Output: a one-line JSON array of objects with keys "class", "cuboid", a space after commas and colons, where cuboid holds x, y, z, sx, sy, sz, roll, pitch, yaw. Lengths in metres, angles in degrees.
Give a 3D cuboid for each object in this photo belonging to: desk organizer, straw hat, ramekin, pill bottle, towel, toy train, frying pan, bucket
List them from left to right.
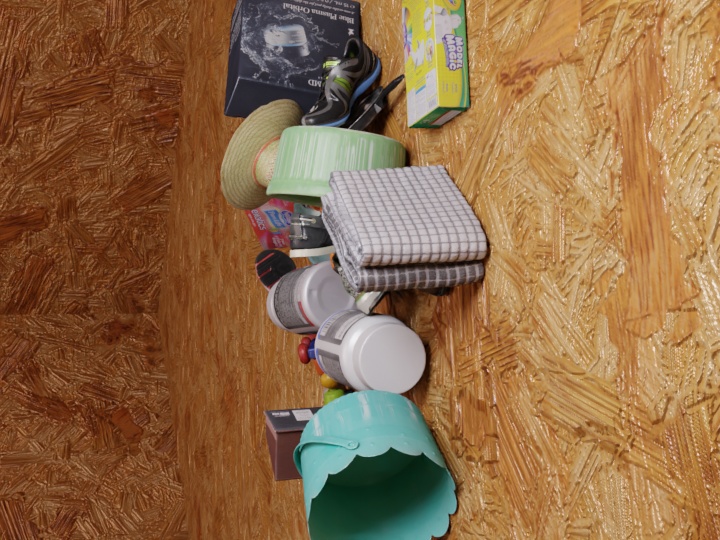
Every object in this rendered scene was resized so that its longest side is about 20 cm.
[{"class": "straw hat", "cuboid": [-0.117, -0.158, 1.599, 0.085, 0.201, 0.202, 29, 126, 25]}, {"class": "pill bottle", "cuboid": [-0.078, 0.048, 1.730, 0.200, 0.114, 0.114, 168, 102, -65]}, {"class": "toy train", "cuboid": [-0.049, 0.167, 1.665, 0.200, 0.084, 0.116, -84, -17, -85]}, {"class": "desk organizer", "cuboid": [-0.033, 0.240, 1.483, 0.072, 0.199, 0.077, -139, 50, -66]}, {"class": "ramekin", "cuboid": [-0.029, -0.142, 1.489, 0.200, 0.199, 0.098, -176, 94, -72]}, {"class": "pill bottle", "cuboid": [0.013, 0.116, 1.477, 0.200, 0.113, 0.114, -174, 85, -72]}, {"class": "bucket", "cuboid": [0.015, 0.264, 1.350, 0.135, 0.207, 0.208, -109, 26, -55]}, {"class": "frying pan", "cuboid": [0.022, -0.250, 1.562, 0.190, 0.031, 0.115, -35, 18, 36]}, {"class": "towel", "cuboid": [0.048, -0.049, 1.293, 0.200, 0.165, 0.086, -115, 25, -54]}]

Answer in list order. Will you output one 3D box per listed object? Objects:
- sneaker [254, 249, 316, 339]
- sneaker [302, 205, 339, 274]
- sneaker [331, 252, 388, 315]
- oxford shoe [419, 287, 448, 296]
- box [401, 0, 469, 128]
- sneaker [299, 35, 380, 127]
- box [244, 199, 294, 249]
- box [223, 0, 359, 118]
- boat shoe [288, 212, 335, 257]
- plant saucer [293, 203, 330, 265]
[{"class": "sneaker", "cuboid": [-0.132, 0.050, 1.919, 0.200, 0.074, 0.087, 51, 157, 23]}, {"class": "sneaker", "cuboid": [-0.044, -0.086, 1.653, 0.112, 0.078, 0.201, -5, 71, 36]}, {"class": "sneaker", "cuboid": [0.000, 0.000, 1.496, 0.077, 0.089, 0.200, -46, 6, 1]}, {"class": "oxford shoe", "cuboid": [0.049, -0.015, 1.400, 0.200, 0.084, 0.073, 37, 129, 53]}, {"class": "box", "cuboid": [0.094, -0.292, 1.341, 0.117, 0.048, 0.201, 161, 105, -72]}, {"class": "sneaker", "cuboid": [-0.041, -0.275, 1.559, 0.071, 0.083, 0.200, -2, 45, 41]}, {"class": "box", "cuboid": [-0.153, -0.135, 1.887, 0.200, 0.094, 0.103, 71, -163, -55]}, {"class": "box", "cuboid": [-0.108, -0.343, 1.690, 0.117, 0.196, 0.201, 128, 146, -60]}, {"class": "boat shoe", "cuboid": [-0.026, -0.062, 1.498, 0.072, 0.200, 0.068, -8, 92, 40]}, {"class": "plant saucer", "cuboid": [-0.076, -0.066, 1.780, 0.201, 0.039, 0.202, 162, 90, -74]}]
